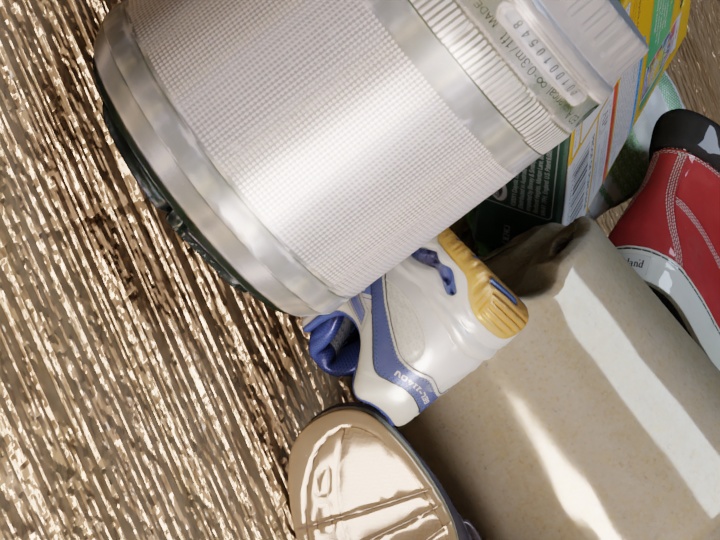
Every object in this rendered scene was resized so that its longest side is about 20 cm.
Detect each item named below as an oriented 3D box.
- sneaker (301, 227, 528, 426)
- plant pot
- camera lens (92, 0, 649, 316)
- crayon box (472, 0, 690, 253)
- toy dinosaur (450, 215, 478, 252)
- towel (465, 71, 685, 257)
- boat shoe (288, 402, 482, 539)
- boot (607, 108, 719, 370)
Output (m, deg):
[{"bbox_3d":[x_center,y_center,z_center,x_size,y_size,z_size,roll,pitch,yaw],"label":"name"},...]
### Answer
[{"bbox_3d":[0.000,0.000,1.272,0.075,0.088,0.200,43,4,-27],"label":"sneaker"},{"bbox_3d":[0.106,0.082,1.356,0.184,0.200,0.200,57,27,-10],"label":"plant pot"},{"bbox_3d":[0.000,-0.090,1.167,0.160,0.200,0.160,52,10,-12],"label":"camera lens"},{"bbox_3d":[0.120,-0.115,1.431,0.126,0.051,0.200,92,23,-46],"label":"crayon box"},{"bbox_3d":[0.076,-0.074,1.521,0.101,0.058,0.200,45,37,-45],"label":"toy dinosaur"},{"bbox_3d":[0.098,-0.094,1.510,0.200,0.031,0.149,-34,97,-45],"label":"towel"},{"bbox_3d":[0.027,0.143,1.274,0.200,0.072,0.065,59,12,-16],"label":"boat shoe"},{"bbox_3d":[0.197,0.009,1.540,0.200,0.072,0.145,61,42,-43],"label":"boot"}]
